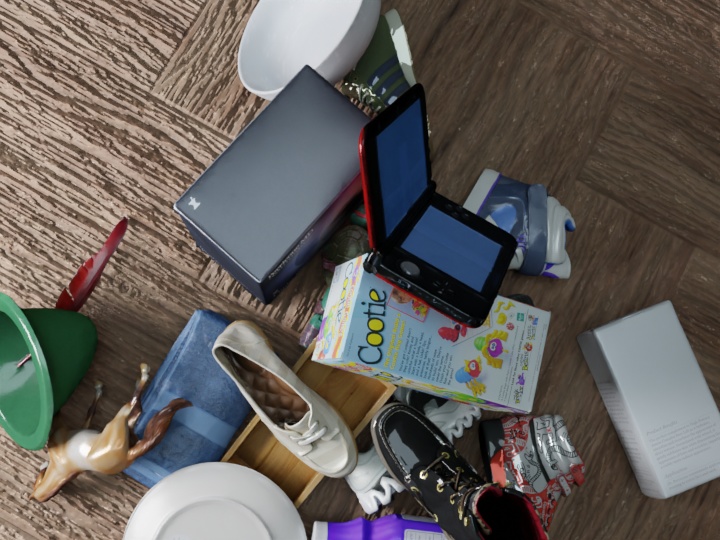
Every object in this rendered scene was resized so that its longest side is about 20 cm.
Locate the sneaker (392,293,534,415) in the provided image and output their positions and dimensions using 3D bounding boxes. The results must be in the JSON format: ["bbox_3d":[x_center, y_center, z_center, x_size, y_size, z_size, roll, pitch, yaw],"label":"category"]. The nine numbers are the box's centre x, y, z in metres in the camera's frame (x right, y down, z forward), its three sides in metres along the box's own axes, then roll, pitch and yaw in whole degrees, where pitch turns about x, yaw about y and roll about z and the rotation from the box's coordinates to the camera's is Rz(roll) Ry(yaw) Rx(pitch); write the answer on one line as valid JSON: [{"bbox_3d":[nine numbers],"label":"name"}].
[{"bbox_3d":[0.107,0.077,0.990,0.200,0.088,0.074,-30,121,-21],"label":"sneaker"}]

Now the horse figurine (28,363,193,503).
[{"bbox_3d":[-0.275,0.173,0.931,0.199,0.050,0.133,-11,56,27],"label":"horse figurine"}]

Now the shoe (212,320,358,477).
[{"bbox_3d":[-0.080,0.140,0.903,0.070,0.053,0.200,-42,90,15],"label":"shoe"}]

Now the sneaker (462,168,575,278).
[{"bbox_3d":[0.166,-0.009,1.004,0.146,0.081,0.200,28,75,5],"label":"sneaker"}]

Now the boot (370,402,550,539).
[{"bbox_3d":[0.097,0.214,0.856,0.073,0.151,0.200,-34,91,-17],"label":"boot"}]

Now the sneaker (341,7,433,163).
[{"bbox_3d":[0.023,-0.211,1.038,0.090,0.067,0.201,-12,76,-4],"label":"sneaker"}]

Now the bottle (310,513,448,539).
[{"bbox_3d":[0.045,0.308,0.948,0.199,0.065,0.084,8,89,-5],"label":"bottle"}]

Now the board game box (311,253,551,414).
[{"bbox_3d":[0.069,0.066,0.869,0.199,0.103,0.105,18,78,-16],"label":"board game box"}]

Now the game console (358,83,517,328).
[{"bbox_3d":[0.081,-0.067,0.823,0.172,0.200,0.119,30,121,5],"label":"game console"}]

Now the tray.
[{"bbox_3d":[-0.056,0.164,0.948,0.099,0.037,0.200,39,106,3],"label":"tray"}]

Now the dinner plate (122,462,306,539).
[{"bbox_3d":[-0.155,0.305,0.926,0.199,0.024,0.201,0,85,-1],"label":"dinner plate"}]

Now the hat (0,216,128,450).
[{"bbox_3d":[-0.305,0.079,0.972,0.176,0.200,0.166,-17,44,-43],"label":"hat"}]

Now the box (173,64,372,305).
[{"bbox_3d":[-0.081,-0.080,0.942,0.123,0.198,0.200,41,81,4],"label":"box"}]

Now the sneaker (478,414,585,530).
[{"bbox_3d":[0.200,0.259,0.970,0.108,0.067,0.202,-7,79,-2],"label":"sneaker"}]

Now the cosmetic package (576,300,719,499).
[{"bbox_3d":[0.336,0.146,0.996,0.101,0.074,0.201,-19,81,-7],"label":"cosmetic package"}]

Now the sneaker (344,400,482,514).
[{"bbox_3d":[0.063,0.179,0.976,0.200,0.075,0.081,-39,76,-9],"label":"sneaker"}]

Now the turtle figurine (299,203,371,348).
[{"bbox_3d":[0.000,0.000,0.968,0.149,0.101,0.201,24,100,40],"label":"turtle figurine"}]

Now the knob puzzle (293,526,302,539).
[{"bbox_3d":[-0.141,0.349,0.950,0.219,0.030,0.221,0,83,-1],"label":"knob puzzle"}]

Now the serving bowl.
[{"bbox_3d":[-0.050,-0.273,1.004,0.066,0.200,0.201,32,77,-42],"label":"serving bowl"}]

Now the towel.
[{"bbox_3d":[-0.183,0.149,0.974,0.111,0.049,0.200,31,80,1],"label":"towel"}]
